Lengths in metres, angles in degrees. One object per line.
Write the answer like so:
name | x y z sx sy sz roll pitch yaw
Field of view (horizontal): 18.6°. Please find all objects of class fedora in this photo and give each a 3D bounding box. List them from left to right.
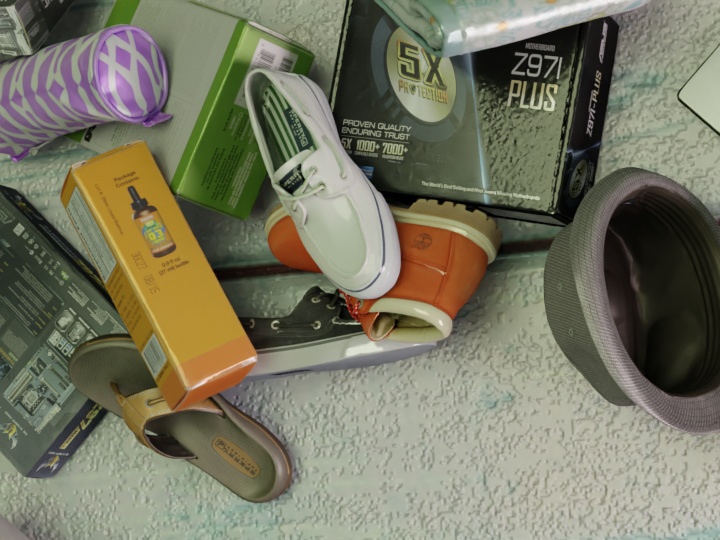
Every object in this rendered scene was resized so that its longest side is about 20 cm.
fedora | 0.199 0.030 1.595 0.090 0.177 0.200 -22 89 48

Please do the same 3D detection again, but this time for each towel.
towel | 0.096 -0.226 1.625 0.171 0.048 0.200 -18 35 -15

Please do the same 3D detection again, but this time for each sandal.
sandal | -0.146 0.122 1.727 0.200 0.055 0.082 39 122 1

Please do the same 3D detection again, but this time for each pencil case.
pencil case | -0.239 -0.141 1.772 0.200 0.084 0.086 -10 102 48

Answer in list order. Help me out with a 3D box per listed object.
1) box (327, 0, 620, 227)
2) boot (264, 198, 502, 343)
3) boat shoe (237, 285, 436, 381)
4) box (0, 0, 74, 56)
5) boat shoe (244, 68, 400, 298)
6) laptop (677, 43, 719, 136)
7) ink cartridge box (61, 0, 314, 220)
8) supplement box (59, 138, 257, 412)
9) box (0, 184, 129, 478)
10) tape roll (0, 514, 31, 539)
box | 0.083 -0.128 1.682 0.200 0.086 0.164 9 86 23
boot | 0.000 0.000 1.667 0.200 0.075 0.107 6 62 34
boat shoe | -0.037 0.046 1.722 0.200 0.070 0.066 -10 81 28
box | -0.333 -0.236 1.830 0.200 0.158 0.050 -1 127 21
boat shoe | -0.039 -0.065 1.635 0.074 0.067 0.200 -42 58 23
laptop | 0.345 -0.152 1.565 0.187 0.116 0.200 44 100 21
ink cartridge box | -0.145 -0.143 1.787 0.200 0.076 0.148 26 94 51
supplement box | -0.157 0.003 1.694 0.066 0.069 0.200 -23 80 -23
box | -0.283 0.050 1.824 0.200 0.051 0.158 43 99 20
tape roll | -0.320 0.293 1.726 0.139 0.203 0.203 36 97 21
